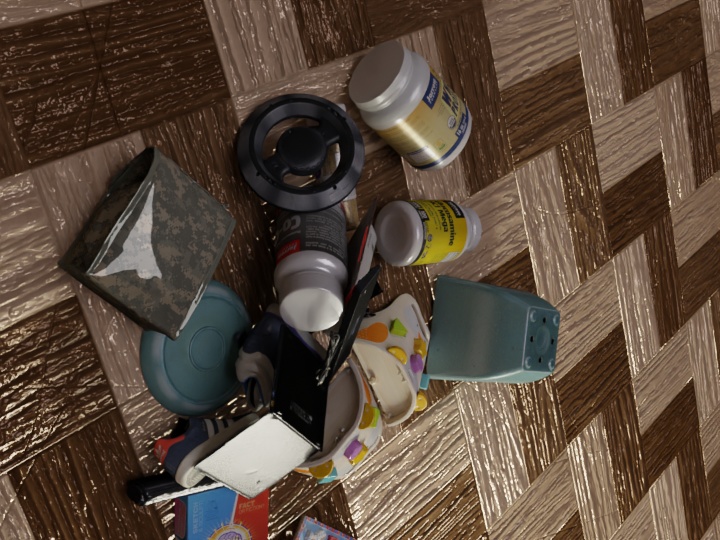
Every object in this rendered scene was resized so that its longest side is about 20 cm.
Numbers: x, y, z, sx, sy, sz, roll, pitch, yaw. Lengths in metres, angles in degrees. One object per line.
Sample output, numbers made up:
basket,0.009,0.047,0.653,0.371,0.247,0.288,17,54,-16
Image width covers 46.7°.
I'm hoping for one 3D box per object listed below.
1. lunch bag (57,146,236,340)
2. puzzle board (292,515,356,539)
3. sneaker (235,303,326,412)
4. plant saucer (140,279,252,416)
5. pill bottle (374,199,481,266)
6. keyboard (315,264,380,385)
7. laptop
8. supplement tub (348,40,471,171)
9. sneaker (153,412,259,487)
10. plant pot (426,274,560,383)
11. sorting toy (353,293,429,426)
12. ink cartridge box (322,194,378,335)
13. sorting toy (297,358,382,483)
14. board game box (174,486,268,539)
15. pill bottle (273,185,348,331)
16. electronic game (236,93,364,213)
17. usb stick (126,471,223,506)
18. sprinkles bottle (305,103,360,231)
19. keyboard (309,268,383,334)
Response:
lunch bag,-0.274,-0.041,1.116,0.164,0.116,0.203,42,69,-36
puzzle board,-0.070,0.509,1.395,0.200,0.017,0.154,44,62,-49
sneaker,-0.125,0.160,1.287,0.148,0.079,0.201,-60,145,-22
plant saucer,-0.231,0.115,1.231,0.197,0.027,0.206,-3,95,-45
pill bottle,0.127,-0.071,1.507,0.197,0.111,0.116,-6,97,-44
keyboard,-0.025,0.092,1.223,0.127,0.020,0.203,-51,164,-47
laptop,-0.136,0.212,1.220,0.188,0.113,0.205,55,35,-57
supplement tub,0.086,-0.281,1.431,0.199,0.142,0.147,36,69,-40
sneaker,-0.224,0.240,1.222,0.199,0.083,0.076,-16,134,-65
plant pot,0.268,0.124,1.596,0.193,0.197,0.202,10,86,-46
sorting toy,0.078,0.141,1.505,0.203,0.105,0.181,64,34,-26
ink cartridge box,0.000,0.000,1.315,0.049,0.200,0.164,19,60,-10
sorting toy,-0.026,0.278,1.372,0.201,0.106,0.181,-48,149,-7
board game box,-0.210,0.421,1.262,0.151,0.040,0.206,-2,95,-44
pill bottle,-0.075,-0.019,1.256,0.114,0.112,0.203,41,32,-38
electronic game,-0.090,-0.180,1.266,0.194,0.042,0.205,3,67,-6
usb stick,-0.243,0.304,1.211,0.197,0.055,0.034,-3,95,-44
sprinkles bottle,-0.044,-0.166,1.364,0.067,0.067,0.205,-18,105,-41
keyboard,-0.047,0.057,1.412,0.198,0.039,0.106,-27,88,-38
